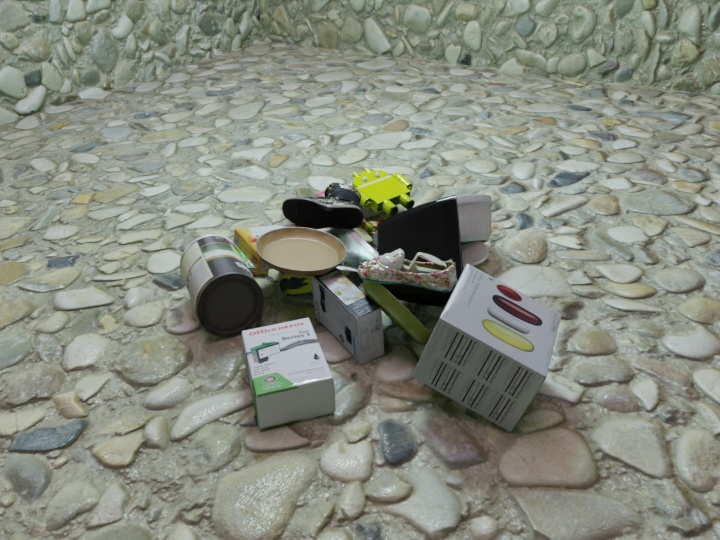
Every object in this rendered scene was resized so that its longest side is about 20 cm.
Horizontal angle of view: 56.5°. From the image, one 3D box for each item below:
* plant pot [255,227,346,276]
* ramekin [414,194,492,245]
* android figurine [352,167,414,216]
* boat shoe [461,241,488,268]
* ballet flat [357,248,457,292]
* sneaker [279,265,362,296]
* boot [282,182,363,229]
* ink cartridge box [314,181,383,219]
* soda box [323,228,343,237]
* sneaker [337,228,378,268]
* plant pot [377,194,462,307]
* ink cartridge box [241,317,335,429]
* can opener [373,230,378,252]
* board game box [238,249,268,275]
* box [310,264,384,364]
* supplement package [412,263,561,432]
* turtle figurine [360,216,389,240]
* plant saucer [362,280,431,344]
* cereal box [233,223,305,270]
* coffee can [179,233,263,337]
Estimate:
[{"bbox_3d":[-0.127,-0.038,1.434,0.194,0.028,0.201,6,28,-3],"label":"plant pot"},{"bbox_3d":[0.231,-0.114,1.643,0.194,0.108,0.200,-8,-3,0],"label":"ramekin"},{"bbox_3d":[0.055,-0.222,1.846,0.179,0.042,0.200,-21,48,-30],"label":"android figurine"},{"bbox_3d":[0.207,-0.023,1.604,0.195,0.076,0.060,-16,-12,-3],"label":"boat shoe"},{"bbox_3d":[0.093,-0.007,1.278,0.194,0.065,0.076,8,28,-6],"label":"ballet flat"},{"bbox_3d":[-0.090,0.004,1.553,0.194,0.076,0.086,-2,39,0],"label":"sneaker"},{"bbox_3d":[-0.086,-0.163,1.643,0.194,0.075,0.152,3,27,2],"label":"boot"},{"bbox_3d":[-0.020,-0.194,1.898,0.197,0.069,0.116,-22,37,-31],"label":"ink cartridge box"},{"bbox_3d":[-0.106,-0.046,1.655,0.196,0.070,0.063,-20,33,-26],"label":"soda box"},{"bbox_3d":[0.000,0.000,1.594,0.119,0.074,0.200,-47,66,-1],"label":"sneaker"},{"bbox_3d":[0.130,-0.028,1.426,0.172,0.206,0.200,-4,-11,9],"label":"plant pot"},{"bbox_3d":[-0.139,0.186,1.251,0.142,0.086,0.201,-10,32,-14],"label":"ink cartridge box"},{"bbox_3d":[0.109,-0.030,1.553,0.199,0.053,0.066,41,54,15],"label":"can opener"},{"bbox_3d":[-0.322,-0.020,1.671,0.194,0.031,0.096,-3,30,3],"label":"board game box"},{"bbox_3d":[-0.029,0.088,1.381,0.059,0.119,0.200,-20,36,-23],"label":"box"},{"bbox_3d":[0.228,0.132,1.195,0.196,0.149,0.192,28,37,8],"label":"supplement package"},{"bbox_3d":[0.035,-0.113,1.752,0.157,0.066,0.201,17,16,-8],"label":"turtle figurine"},{"bbox_3d":[0.070,0.084,1.342,0.031,0.200,0.200,-45,41,-4],"label":"plant saucer"},{"bbox_3d":[-0.175,-0.059,1.538,0.196,0.040,0.143,-9,33,-35],"label":"cereal box"},{"bbox_3d":[-0.308,0.028,1.465,0.143,0.150,0.200,-14,32,-20],"label":"coffee can"}]
